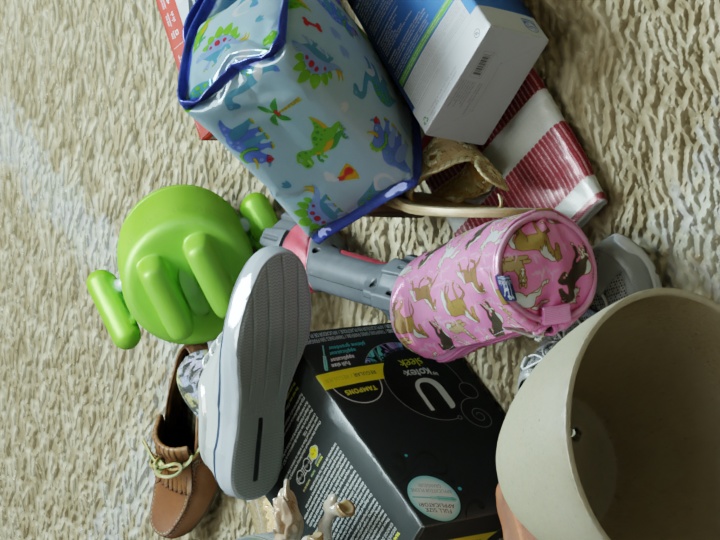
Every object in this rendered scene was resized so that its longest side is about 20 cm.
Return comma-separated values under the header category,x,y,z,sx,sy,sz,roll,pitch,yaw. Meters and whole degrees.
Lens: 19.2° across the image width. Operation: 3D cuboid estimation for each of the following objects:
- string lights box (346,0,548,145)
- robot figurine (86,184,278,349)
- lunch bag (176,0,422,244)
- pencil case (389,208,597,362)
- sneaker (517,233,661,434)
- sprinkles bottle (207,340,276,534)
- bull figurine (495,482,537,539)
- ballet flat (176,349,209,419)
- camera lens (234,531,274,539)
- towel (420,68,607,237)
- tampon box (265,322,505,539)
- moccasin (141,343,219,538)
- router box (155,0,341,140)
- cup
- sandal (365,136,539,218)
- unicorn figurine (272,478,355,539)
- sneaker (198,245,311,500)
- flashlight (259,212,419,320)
category,x,y,z,sx,sy,sz,roll,pitch,yaw
string lights box,0.056,-0.200,1.603,0.103,0.059,0.200,-58,41,31
robot figurine,-0.150,-0.008,1.826,0.116,0.175,0.200,62,180,-18
lunch bag,-0.045,-0.151,1.617,0.127,0.170,0.200,-28,34,25
pencil case,0.093,0.014,1.539,0.083,0.087,0.200,44,158,-11
sneaker,0.157,0.069,1.527,0.075,0.082,0.201,37,121,42
sprinkles bottle,-0.078,0.143,1.825,0.068,0.068,0.201,-26,74,48
bull figurine,0.149,0.233,1.517,0.065,0.121,0.201,-15,81,37
ballet flat,-0.072,0.130,1.757,0.200,0.072,0.072,37,125,10
camera lens,-0.038,0.282,1.689,0.160,0.200,0.161,7,99,50
towel,0.103,-0.093,1.622,0.144,0.023,0.200,-49,59,40
tampon box,0.028,0.154,1.637,0.200,0.150,0.126,53,131,32
moccasin,-0.159,0.153,1.915,0.074,0.078,0.202,44,125,38
router box,-0.102,-0.241,1.828,0.179,0.049,0.201,-36,67,46
cup,0.174,0.124,1.433,0.143,0.200,0.201,-21,78,55
sandal,0.058,-0.075,1.605,0.211,0.077,0.070,2,92,55
unicorn figurine,-0.013,0.258,1.539,0.138,0.074,0.200,112,147,-43
sneaker,-0.091,0.072,1.600,0.071,0.073,0.201,28,113,45
flashlight,0.000,0.000,1.717,0.200,0.068,0.068,15,76,48
